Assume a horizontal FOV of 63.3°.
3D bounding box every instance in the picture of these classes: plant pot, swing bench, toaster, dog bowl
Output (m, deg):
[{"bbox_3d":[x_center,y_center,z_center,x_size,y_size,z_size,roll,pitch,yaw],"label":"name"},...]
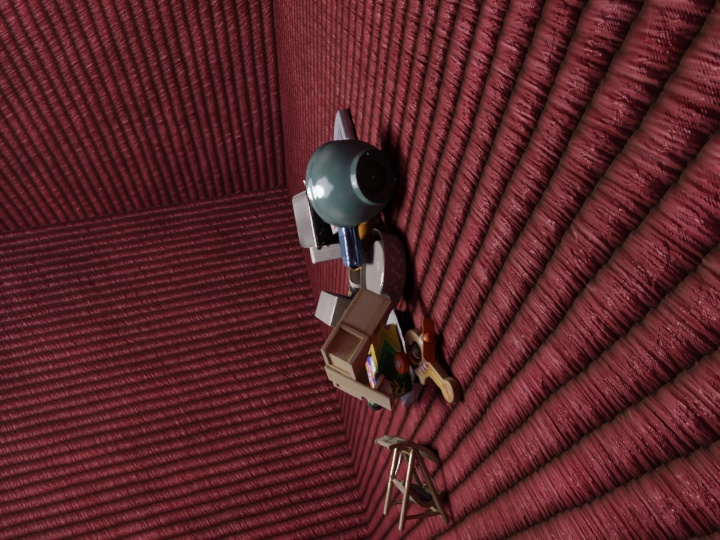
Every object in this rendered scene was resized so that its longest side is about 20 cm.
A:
[{"bbox_3d":[-0.003,-0.199,1.294,0.134,0.199,0.202,-1,101,52],"label":"plant pot"},{"bbox_3d":[0.123,0.515,1.457,0.199,0.129,0.202,125,139,-77],"label":"swing bench"},{"bbox_3d":[-0.095,-0.168,1.730,0.118,0.180,0.202,-7,95,57],"label":"toaster"},{"bbox_3d":[0.053,0.003,1.381,0.200,0.058,0.202,-178,90,-74],"label":"dog bowl"}]

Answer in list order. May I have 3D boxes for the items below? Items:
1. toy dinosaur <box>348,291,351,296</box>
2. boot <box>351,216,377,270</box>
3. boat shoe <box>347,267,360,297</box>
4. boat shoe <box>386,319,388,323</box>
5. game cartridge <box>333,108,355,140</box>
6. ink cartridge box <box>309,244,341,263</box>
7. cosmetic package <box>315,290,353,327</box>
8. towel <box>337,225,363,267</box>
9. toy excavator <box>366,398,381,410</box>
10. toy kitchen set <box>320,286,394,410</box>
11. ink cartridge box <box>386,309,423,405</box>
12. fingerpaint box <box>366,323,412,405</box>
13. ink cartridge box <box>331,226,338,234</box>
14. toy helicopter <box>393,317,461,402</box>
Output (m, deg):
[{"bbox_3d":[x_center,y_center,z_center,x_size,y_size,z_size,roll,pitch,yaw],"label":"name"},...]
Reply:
[{"bbox_3d":[-0.004,0.095,1.888,0.200,0.101,0.137,41,-128,-78],"label":"toy dinosaur"},{"bbox_3d":[-0.005,-0.062,1.571,0.201,0.070,0.145,118,170,-64],"label":"boot"},{"bbox_3d":[0.000,0.000,1.643,0.201,0.073,0.061,-90,3,-53],"label":"boat shoe"},{"bbox_3d":[0.050,0.043,1.545,0.074,0.063,0.203,-144,46,-81],"label":"boat shoe"},{"bbox_3d":[-0.047,-0.375,1.715,0.200,0.041,0.134,107,147,-68],"label":"game cartridge"},{"bbox_3d":[-0.090,-0.135,1.843,0.047,0.159,0.202,163,96,-78],"label":"ink cartridge box"},{"bbox_3d":[-0.051,0.113,1.617,0.200,0.106,0.091,-159,83,-72],"label":"cosmetic package"},{"bbox_3d":[-0.029,-0.108,1.424,0.112,0.048,0.202,-168,68,-80],"label":"towel"},{"bbox_3d":[0.044,0.257,1.640,0.200,0.194,0.100,45,158,17],"label":"toy excavator"},{"bbox_3d":[0.036,0.188,1.310,0.181,0.162,0.201,-57,-22,-25],"label":"toy kitchen set"},{"bbox_3d":[0.109,0.206,1.444,0.201,0.040,0.201,98,158,-58],"label":"ink cartridge box"},{"bbox_3d":[0.053,0.239,1.456,0.200,0.073,0.168,116,142,-70],"label":"fingerpaint box"},{"bbox_3d":[-0.053,-0.203,1.564,0.200,0.043,0.175,158,96,-71],"label":"ink cartridge box"},{"bbox_3d":[0.147,0.187,1.192,0.200,0.078,0.133,-131,40,-50],"label":"toy helicopter"}]
